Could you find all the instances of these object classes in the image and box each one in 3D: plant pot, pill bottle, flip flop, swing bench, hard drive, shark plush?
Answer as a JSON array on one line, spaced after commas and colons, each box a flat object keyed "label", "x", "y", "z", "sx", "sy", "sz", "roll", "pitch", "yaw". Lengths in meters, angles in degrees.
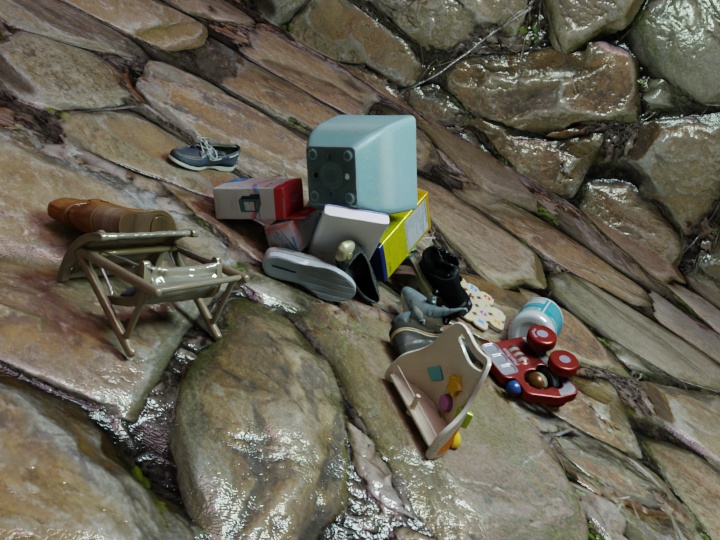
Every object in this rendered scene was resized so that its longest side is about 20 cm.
[{"label": "plant pot", "x": -0.012, "y": -0.209, "z": 1.647, "sx": 0.193, "sy": 0.200, "sz": 0.199, "roll": 6, "pitch": 17, "yaw": 28}, {"label": "pill bottle", "x": 0.430, "y": 0.131, "z": 1.956, "sx": 0.110, "sy": 0.112, "sz": 0.200, "roll": 36, "pitch": 24, "yaw": 12}, {"label": "flip flop", "x": 0.102, "y": 0.022, "z": 1.831, "sx": 0.057, "sy": 0.082, "sz": 0.201, "roll": -5, "pitch": 45, "yaw": -32}, {"label": "swing bench", "x": -0.319, "y": 0.010, "z": 1.248, "sx": 0.200, "sy": 0.131, "sz": 0.198, "roll": 41, "pitch": 25, "yaw": 23}, {"label": "hard drive", "x": -0.031, "y": -0.062, "z": 1.646, "sx": 0.129, "sy": 0.201, "sz": 0.026, "roll": 8, "pitch": 60, "yaw": -12}, {"label": "shark plush", "x": 0.137, "y": 0.077, "z": 1.651, "sx": 0.089, "sy": 0.085, "sz": 0.199, "roll": 13, "pitch": -6, "yaw": -22}]

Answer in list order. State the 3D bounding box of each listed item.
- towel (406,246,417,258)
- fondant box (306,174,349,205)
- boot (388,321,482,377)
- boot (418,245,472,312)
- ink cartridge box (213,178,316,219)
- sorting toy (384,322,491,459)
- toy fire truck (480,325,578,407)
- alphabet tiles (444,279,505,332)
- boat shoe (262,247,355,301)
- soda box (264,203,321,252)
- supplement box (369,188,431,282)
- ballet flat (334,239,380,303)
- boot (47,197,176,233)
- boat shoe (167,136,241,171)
[{"label": "towel", "x": 0.024, "y": -0.072, "z": 1.871, "sx": 0.145, "sy": 0.022, "sz": 0.200, "roll": -27, "pitch": 48, "yaw": -16}, {"label": "fondant box", "x": -0.068, "y": -0.196, "z": 1.880, "sx": 0.058, "sy": 0.202, "sz": 0.145, "roll": 26, "pitch": 24, "yaw": -8}, {"label": "boot", "x": 0.156, "y": 0.183, "z": 1.578, "sx": 0.196, "sy": 0.078, "sz": 0.139, "roll": 10, "pitch": 33, "yaw": -15}, {"label": "boot", "x": 0.178, "y": -0.006, "z": 1.856, "sx": 0.201, "sy": 0.076, "sz": 0.169, "roll": 53, "pitch": -6, "yaw": 42}, {"label": "ink cartridge box", "x": -0.193, "y": -0.151, "z": 1.685, "sx": 0.196, "sy": 0.069, "sz": 0.116, "roll": 1, "pitch": 17, "yaw": 16}, {"label": "sorting toy", "x": 0.154, "y": 0.194, "z": 1.400, "sx": 0.105, "sy": 0.182, "sz": 0.201, "roll": 14, "pitch": 28, "yaw": -33}, {"label": "toy fire truck", "x": 0.363, "y": 0.217, "z": 1.735, "sx": 0.165, "sy": 0.114, "sz": 0.201, "roll": -10, "pitch": 40, "yaw": -22}, {"label": "alphabet tiles", "x": 0.267, "y": 0.080, "z": 1.980, "sx": 0.198, "sy": 0.015, "sz": 0.196, "roll": 32, "pitch": 26, "yaw": 0}, {"label": "boat shoe", "x": -0.100, "y": -0.003, "z": 1.614, "sx": 0.197, "sy": 0.074, "sz": 0.067, "roll": 24, "pitch": 26, "yaw": -16}, {"label": "soda box", "x": -0.136, "y": -0.088, "z": 1.717, "sx": 0.200, "sy": 0.063, "sz": 0.070, "roll": -50, "pitch": 125, "yaw": -67}, {"label": "supplement box", "x": 0.059, "y": -0.091, "z": 1.790, "sx": 0.108, "sy": 0.110, "sz": 0.200, "roll": 23, "pitch": 53, "yaw": 29}, {"label": "ballet flat", "x": 0.000, "y": 0.000, "z": 1.648, "sx": 0.057, "sy": 0.066, "sz": 0.200, "roll": 44, "pitch": -6, "yaw": 35}, {"label": "boot", "x": -0.420, "y": -0.079, "z": 1.380, "sx": 0.153, "sy": 0.078, "sz": 0.200, "roll": 12, "pitch": 4, "yaw": 20}, {"label": "boat shoe", "x": -0.352, "y": -0.268, "z": 1.847, "sx": 0.198, "sy": 0.062, "sz": 0.075, "roll": -1, "pitch": 40, "yaw": -51}]
